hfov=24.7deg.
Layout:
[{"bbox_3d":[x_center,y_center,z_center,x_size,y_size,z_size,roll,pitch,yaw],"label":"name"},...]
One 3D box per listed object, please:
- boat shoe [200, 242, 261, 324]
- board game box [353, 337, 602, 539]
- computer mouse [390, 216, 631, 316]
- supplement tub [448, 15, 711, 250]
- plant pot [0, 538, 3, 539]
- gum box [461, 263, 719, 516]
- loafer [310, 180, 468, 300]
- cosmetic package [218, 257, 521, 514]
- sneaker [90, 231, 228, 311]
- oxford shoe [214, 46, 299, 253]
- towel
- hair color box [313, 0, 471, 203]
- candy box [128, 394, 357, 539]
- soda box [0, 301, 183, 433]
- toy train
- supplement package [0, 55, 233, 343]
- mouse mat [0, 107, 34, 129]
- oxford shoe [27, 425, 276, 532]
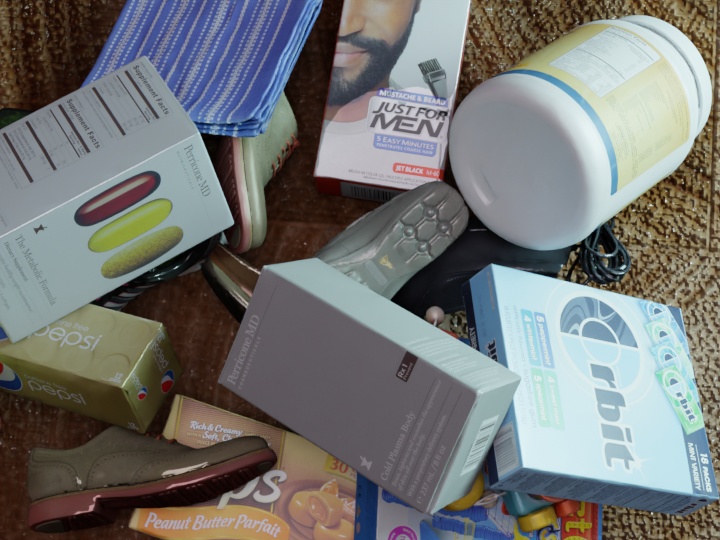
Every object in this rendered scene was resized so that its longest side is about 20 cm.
[{"bbox_3d":[-0.042,0.041,1.379,0.200,0.076,0.074,39,77,-1],"label":"boat shoe"},{"bbox_3d":[0.097,0.156,1.328,0.195,0.056,0.201,6,79,-19],"label":"board game box"},{"bbox_3d":[0.114,-0.021,1.367,0.199,0.139,0.053,-16,122,6],"label":"computer mouse"},{"bbox_3d":[0.181,-0.117,1.329,0.145,0.145,0.200,49,48,8],"label":"supplement tub"},{"bbox_3d":[-0.351,0.292,1.277,0.200,0.177,0.201,0,79,1],"label":"plant pot"},{"bbox_3d":[0.180,0.095,1.287,0.200,0.045,0.170,13,56,-32],"label":"gum box"},{"bbox_3d":[0.000,0.000,1.329,0.200,0.070,0.070,-35,103,-3],"label":"loafer"},{"bbox_3d":[0.005,0.081,1.218,0.200,0.090,0.107,27,107,22],"label":"cosmetic package"},{"bbox_3d":[-0.203,-0.007,1.376,0.200,0.087,0.074,-26,80,-4],"label":"sneaker"},{"bbox_3d":[-0.084,-0.105,1.385,0.075,0.070,0.201,6,63,-19],"label":"oxford shoe"},{"bbox_3d":[-0.140,-0.182,1.386,0.200,0.024,0.145,9,63,29],"label":"towel"},{"bbox_3d":[0.030,-0.161,1.416,0.111,0.064,0.201,8,78,3],"label":"hair color box"},{"bbox_3d":[-0.076,0.189,1.354,0.199,0.055,0.116,18,79,4],"label":"candy box"},{"bbox_3d":[-0.246,0.063,1.307,0.200,0.064,0.068,13,55,24],"label":"soda box"},{"bbox_3d":[0.103,0.119,1.276,0.200,0.056,0.151,22,75,-15],"label":"toy train"},{"bbox_3d":[-0.218,-0.056,1.281,0.200,0.114,0.110,-29,51,-9],"label":"supplement package"},{"bbox_3d":[-0.254,-0.066,1.374,0.199,0.008,0.161,8,56,20],"label":"mouse mat"},{"bbox_3d":[-0.168,0.149,1.295,0.199,0.070,0.075,-12,69,-2],"label":"oxford shoe"}]
